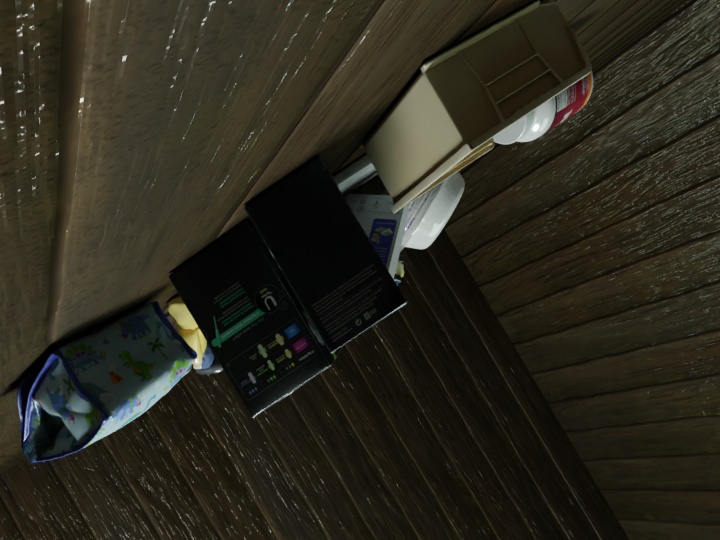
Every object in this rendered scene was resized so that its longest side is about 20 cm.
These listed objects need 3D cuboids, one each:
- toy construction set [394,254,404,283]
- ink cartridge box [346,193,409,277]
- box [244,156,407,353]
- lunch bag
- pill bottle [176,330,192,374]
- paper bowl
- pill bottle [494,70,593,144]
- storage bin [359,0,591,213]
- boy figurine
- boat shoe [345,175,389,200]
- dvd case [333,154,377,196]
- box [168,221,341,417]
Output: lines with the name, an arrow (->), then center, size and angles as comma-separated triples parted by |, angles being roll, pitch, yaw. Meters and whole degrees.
toy construction set -> 0.000, 0.000, 1.026 | 0.128, 0.095, 0.199 | -1, -178, 27
ink cartridge box -> 0.006, -0.019, 0.920 | 0.097, 0.205, 0.039 | 6, 153, 20
box -> -0.038, -0.016, 0.752 | 0.102, 0.185, 0.200 | -31, 179, -1
lunch bag -> -0.338, 0.155, 0.810 | 0.200, 0.128, 0.169 | -45, 174, 34
pill bottle -> -0.398, 0.187, 1.080 | 0.198, 0.115, 0.113 | -34, 180, 13
paper bowl -> 0.107, -0.121, 1.074 | 0.204, 0.103, 0.201 | -58, -178, 3
pill bottle -> 0.271, -0.271, 0.966 | 0.198, 0.115, 0.112 | -33, 180, -36
storage bin -> 0.122, -0.180, 0.696 | 0.196, 0.095, 0.200 | -34, 180, -22
boy figurine -> -0.269, 0.092, 1.024 | 0.062, 0.127, 0.202 | -1, 144, -3
boat shoe -> -0.010, -0.106, 1.034 | 0.199, 0.071, 0.063 | -38, 166, -42
dvd case -> 0.034, -0.166, 0.916 | 0.197, 0.018, 0.143 | -35, 179, -9
box -> -0.128, 0.057, 0.806 | 0.123, 0.203, 0.149 | -32, -179, 5
